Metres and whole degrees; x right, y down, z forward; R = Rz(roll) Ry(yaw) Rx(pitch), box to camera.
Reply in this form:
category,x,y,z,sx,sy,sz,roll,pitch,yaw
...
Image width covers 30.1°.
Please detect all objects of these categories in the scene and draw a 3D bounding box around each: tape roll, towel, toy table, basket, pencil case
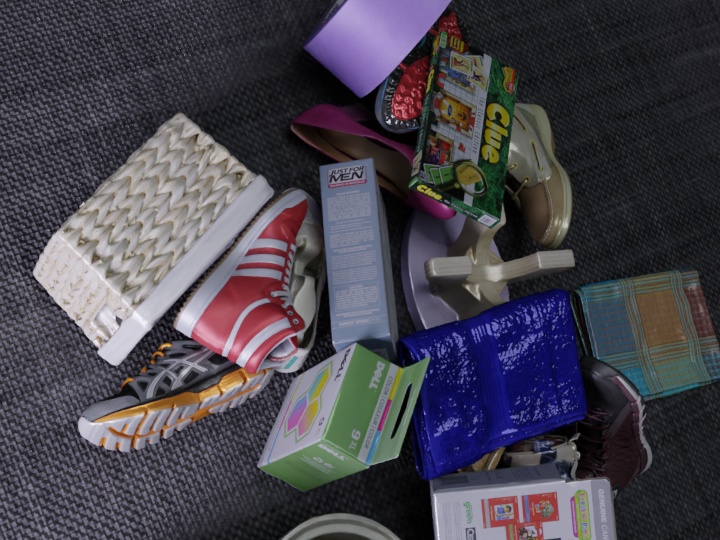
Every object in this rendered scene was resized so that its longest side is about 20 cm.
category,x,y,z,sx,sy,sz,roll,pitch,yaw
tape roll,0.031,-0.289,1.433,0.085,0.200,0.201,38,60,-10
towel,0.137,0.112,1.332,0.198,0.049,0.150,-17,107,-25
toy table,0.124,0.003,1.438,0.182,0.117,0.202,-16,83,-31
basket,-0.199,-0.033,1.270,0.123,0.135,0.200,43,59,-4
towel,0.343,0.077,1.585,0.198,0.022,0.149,-9,79,-30
pencil case,0.200,0.272,1.395,0.078,0.088,0.203,-7,86,-62

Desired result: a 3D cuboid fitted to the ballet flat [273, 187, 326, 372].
category,x,y,z,sx,sy,sz,roll,pitch,yaw
ballet flat,-0.059,0.003,1.369,0.069,0.069,0.203,15,67,-23

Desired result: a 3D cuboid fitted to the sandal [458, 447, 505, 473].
category,x,y,z,sx,sy,sz,roll,pitch,yaw
sandal,0.105,0.183,1.393,0.069,0.077,0.214,24,70,-21

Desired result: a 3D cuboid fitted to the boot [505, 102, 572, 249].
category,x,y,z,sx,sy,sz,roll,pitch,yaw
boot,0.150,-0.116,1.501,0.153,0.072,0.202,9,51,-24

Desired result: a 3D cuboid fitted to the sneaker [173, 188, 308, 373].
category,x,y,z,sx,sy,sz,roll,pitch,yaw
sneaker,-0.081,0.015,1.296,0.112,0.071,0.201,34,57,5

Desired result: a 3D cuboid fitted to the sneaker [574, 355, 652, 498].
category,x,y,z,sx,sy,sz,roll,pitch,yaw
sneaker,0.252,0.190,1.430,0.116,0.075,0.201,-49,135,-22

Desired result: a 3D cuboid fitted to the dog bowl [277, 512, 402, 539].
category,x,y,z,sx,sy,sz,roll,pitch,yaw
dog bowl,-0.030,0.336,1.272,0.198,0.074,0.203,9,69,-25

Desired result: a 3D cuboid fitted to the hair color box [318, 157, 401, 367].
category,x,y,z,sx,sy,sz,roll,pitch,yaw
hair color box,0.000,0.000,1.353,0.060,0.099,0.202,-7,61,5

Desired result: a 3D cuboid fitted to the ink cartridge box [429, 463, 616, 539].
category,x,y,z,sx,sy,sz,roll,pitch,yaw
ink cartridge box,0.162,0.299,1.311,0.173,0.084,0.203,-5,93,0

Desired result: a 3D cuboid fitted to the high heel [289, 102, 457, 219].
category,x,y,z,sx,sy,sz,roll,pitch,yaw
high heel,0.013,-0.108,1.409,0.095,0.068,0.200,-17,44,-37

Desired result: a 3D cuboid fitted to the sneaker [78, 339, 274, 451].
category,x,y,z,sx,sy,sz,roll,pitch,yaw
sneaker,-0.181,0.109,1.273,0.198,0.078,0.078,-19,70,-35

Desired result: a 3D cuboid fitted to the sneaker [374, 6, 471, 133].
category,x,y,z,sx,sy,sz,roll,pitch,yaw
sneaker,0.059,-0.204,1.477,0.079,0.095,0.201,42,45,-12

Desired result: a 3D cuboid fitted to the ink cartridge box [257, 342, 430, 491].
category,x,y,z,sx,sy,sz,roll,pitch,yaw
ink cartridge box,-0.019,0.136,1.268,0.059,0.200,0.105,30,62,-16

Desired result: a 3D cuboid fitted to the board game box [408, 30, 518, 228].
category,x,y,z,sx,sy,sz,roll,pitch,yaw
board game box,0.111,-0.150,1.403,0.104,0.023,0.202,25,55,-23
